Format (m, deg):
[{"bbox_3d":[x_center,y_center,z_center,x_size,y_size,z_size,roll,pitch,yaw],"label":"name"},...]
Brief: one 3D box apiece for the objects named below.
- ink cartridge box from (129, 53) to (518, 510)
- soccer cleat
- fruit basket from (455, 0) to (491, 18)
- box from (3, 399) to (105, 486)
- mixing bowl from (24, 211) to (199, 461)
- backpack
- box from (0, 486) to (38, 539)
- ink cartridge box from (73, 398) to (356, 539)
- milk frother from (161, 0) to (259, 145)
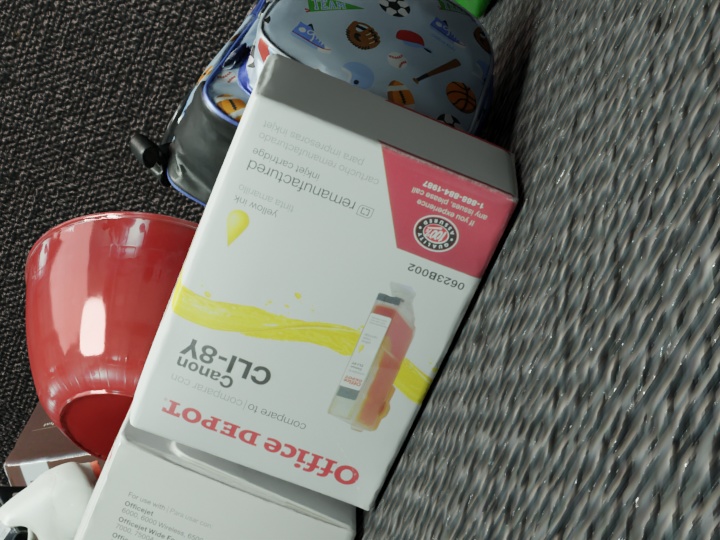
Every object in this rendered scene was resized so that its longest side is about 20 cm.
[{"bbox_3d":[-0.021,0.009,0.816,0.083,0.145,0.200,-85,17,-67],"label":"ink cartridge box"},{"bbox_3d":[-0.186,0.215,1.031,0.069,0.077,0.200,41,149,53],"label":"soccer cleat"},{"bbox_3d":[0.065,-0.319,1.168,0.216,0.155,0.216,18,-90,-81],"label":"fruit basket"},{"bbox_3d":[-0.176,0.169,1.298,0.200,0.164,0.166,-81,-21,-64],"label":"box"},{"bbox_3d":[-0.144,0.064,1.032,0.200,0.200,0.109,119,166,-52],"label":"mixing bowl"},{"bbox_3d":[-0.007,-0.102,0.930,0.154,0.200,0.191,-53,9,36],"label":"backpack"},{"bbox_3d":[-0.217,0.229,1.124,0.046,0.200,0.159,50,116,33],"label":"box"},{"bbox_3d":[-0.103,0.187,0.909,0.147,0.144,0.200,-95,28,-77],"label":"ink cartridge box"},{"bbox_3d":[-0.057,-0.142,1.458,0.180,0.188,0.200,-41,-21,-50],"label":"milk frother"}]
